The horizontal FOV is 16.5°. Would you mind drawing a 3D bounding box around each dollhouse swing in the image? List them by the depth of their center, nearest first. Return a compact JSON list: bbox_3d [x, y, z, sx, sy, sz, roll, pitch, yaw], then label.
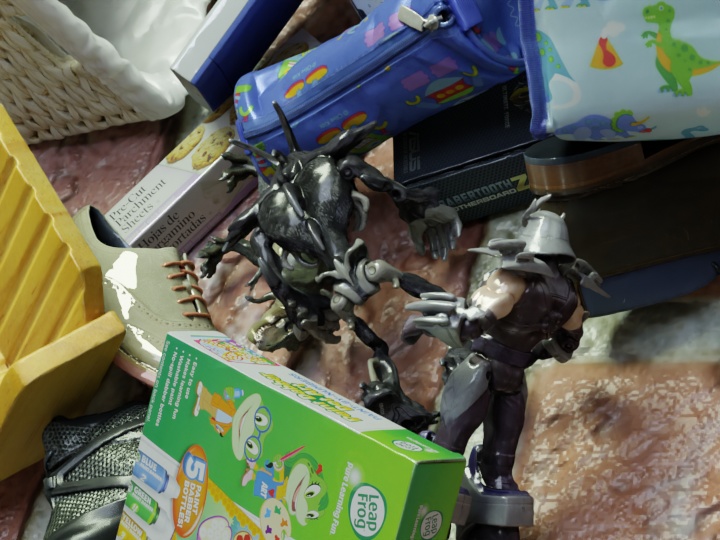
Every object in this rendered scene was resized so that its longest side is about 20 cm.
[{"bbox_3d":[-0.278,0.023,1.448,0.175,0.182,0.201,-18,65,-35],"label":"dollhouse swing"}]

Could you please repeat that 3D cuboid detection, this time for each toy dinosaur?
[{"bbox_3d":[-0.049,-0.029,1.509,0.088,0.048,0.201,8,58,17],"label":"toy dinosaur"}]

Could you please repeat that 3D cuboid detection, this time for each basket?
[{"bbox_3d":[-0.214,-0.212,1.642,0.160,0.198,0.201,-15,49,35],"label":"basket"}]

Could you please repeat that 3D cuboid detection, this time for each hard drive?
[{"bbox_3d":[-0.046,-0.192,1.563,0.025,0.132,0.200,35,88,5],"label":"hard drive"}]

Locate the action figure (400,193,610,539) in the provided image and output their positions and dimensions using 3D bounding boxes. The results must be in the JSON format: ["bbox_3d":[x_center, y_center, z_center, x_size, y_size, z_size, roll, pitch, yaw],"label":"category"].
[{"bbox_3d":[0.067,0.055,1.294,0.069,0.130,0.201,21,94,46],"label":"action figure"}]

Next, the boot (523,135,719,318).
[{"bbox_3d":[0.189,-0.040,1.367,0.199,0.098,0.075,-12,15,-11],"label":"boot"}]

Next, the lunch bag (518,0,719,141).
[{"bbox_3d":[0.175,-0.133,1.314,0.169,0.200,0.128,-4,90,11],"label":"lunch bag"}]

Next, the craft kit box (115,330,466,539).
[{"bbox_3d":[-0.049,0.157,1.296,0.197,0.048,0.201,23,104,39],"label":"craft kit box"}]

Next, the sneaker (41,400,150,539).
[{"bbox_3d":[-0.158,0.154,1.414,0.114,0.076,0.200,21,65,42],"label":"sneaker"}]

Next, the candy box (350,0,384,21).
[{"bbox_3d":[0.104,-0.206,1.470,0.199,0.061,0.137,-8,48,27],"label":"candy box"}]

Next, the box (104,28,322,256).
[{"bbox_3d":[-0.089,-0.068,1.567,0.200,0.039,0.041,-43,45,-5],"label":"box"}]

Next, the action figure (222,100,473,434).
[{"bbox_3d":[0.000,0.000,1.407,0.119,0.102,0.201,-36,68,10],"label":"action figure"}]

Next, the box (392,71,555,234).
[{"bbox_3d":[0.097,-0.131,1.494,0.157,0.051,0.201,-16,49,19],"label":"box"}]

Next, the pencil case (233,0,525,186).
[{"bbox_3d":[0.012,-0.115,1.429,0.199,0.087,0.078,-27,78,36],"label":"pencil case"}]

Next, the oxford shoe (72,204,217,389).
[{"bbox_3d":[-0.118,0.026,1.467,0.199,0.071,0.074,32,93,29],"label":"oxford shoe"}]
